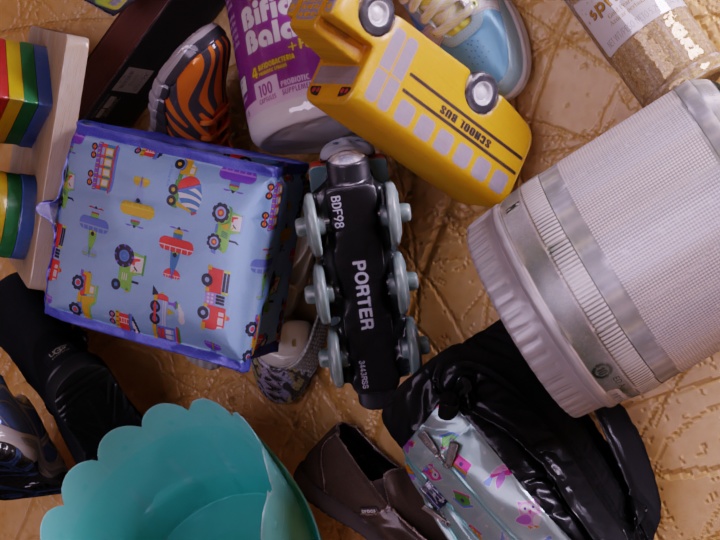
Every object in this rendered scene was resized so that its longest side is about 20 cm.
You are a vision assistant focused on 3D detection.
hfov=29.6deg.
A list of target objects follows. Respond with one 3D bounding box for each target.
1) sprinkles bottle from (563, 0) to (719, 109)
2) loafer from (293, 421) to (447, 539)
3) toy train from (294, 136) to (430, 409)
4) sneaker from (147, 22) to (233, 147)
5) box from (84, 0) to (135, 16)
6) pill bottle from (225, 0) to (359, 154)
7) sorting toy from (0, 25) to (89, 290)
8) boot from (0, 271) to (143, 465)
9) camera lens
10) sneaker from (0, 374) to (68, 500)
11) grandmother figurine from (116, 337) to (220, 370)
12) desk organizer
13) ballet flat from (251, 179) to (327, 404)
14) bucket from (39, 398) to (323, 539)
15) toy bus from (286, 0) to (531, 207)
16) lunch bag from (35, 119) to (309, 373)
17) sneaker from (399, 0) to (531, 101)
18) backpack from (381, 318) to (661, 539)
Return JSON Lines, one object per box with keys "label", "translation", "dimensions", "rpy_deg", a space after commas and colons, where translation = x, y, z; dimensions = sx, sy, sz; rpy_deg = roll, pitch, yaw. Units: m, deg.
{"label": "sprinkles bottle", "translation": [0.173, -0.203, 0.952], "dimensions": [0.068, 0.068, 0.201], "rpy_deg": [-38, 78, 25]}
{"label": "loafer", "translation": [0.036, 0.183, 1.057], "dimensions": [0.199, 0.073, 0.071], "rpy_deg": [28, 106, 22]}
{"label": "toy train", "translation": [0.000, 0.000, 1.013], "dimensions": [0.084, 0.114, 0.202], "rpy_deg": [-9, 112, 0]}
{"label": "sneaker", "translation": [-0.112, -0.102, 1.091], "dimensions": [0.112, 0.078, 0.200], "rpy_deg": [40, 145, 10]}
{"label": "box", "translation": [-0.136, -0.290, 1.033], "dimensions": [0.199, 0.035, 0.111], "rpy_deg": [-27, 60, 28]}
{"label": "pill bottle", "translation": [-0.046, -0.199, 1.038], "dimensions": [0.112, 0.112, 0.202], "rpy_deg": [-17, 79, 28]}
{"label": "sorting toy", "translation": [-0.292, -0.104, 1.137], "dimensions": [0.199, 0.069, 0.202], "rpy_deg": [-152, 71, -65]}
{"label": "boot", "translation": [-0.247, 0.108, 1.195], "dimensions": [0.168, 0.076, 0.201], "rpy_deg": [43, 158, 46]}
{"label": "camera lens", "translation": [0.190, -0.015, 0.892], "dimensions": [0.199, 0.160, 0.161], "rpy_deg": [-32, 80, 13]}
{"label": "sneaker", "translation": [-0.295, 0.151, 1.182], "dimensions": [0.075, 0.200, 0.078], "rpy_deg": [-7, 67, -5]}
{"label": "grandmother figurine", "translation": [-0.182, 0.009, 1.166], "dimensions": [0.200, 0.061, 0.122], "rpy_deg": [40, 101, 16]}
{"label": "desk organizer", "translation": [-0.178, -0.220, 1.134], "dimensions": [0.077, 0.072, 0.200], "rpy_deg": [49, 114, 17]}
{"label": "ballet flat", "translation": [-0.056, 0.017, 1.093], "dimensions": [0.072, 0.072, 0.202], "rpy_deg": [24, 105, 24]}
{"label": "bucket", "translation": [-0.129, 0.219, 1.048], "dimensions": [0.206, 0.135, 0.208], "rpy_deg": [-15, 49, 18]}
{"label": "toy bus", "translation": [0.032, -0.124, 0.961], "dimensions": [0.065, 0.199, 0.079], "rpy_deg": [15, 78, 55]}
{"label": "lunch bag", "translation": [-0.154, -0.024, 1.026], "dimensions": [0.198, 0.094, 0.152], "rpy_deg": [12, 99, 11]}
{"label": "sneaker", "translation": [0.042, -0.207, 0.986], "dimensions": [0.079, 0.130, 0.201], "rpy_deg": [-37, 79, 25]}
{"label": "backpack", "translation": [0.119, 0.145, 0.978], "dimensions": [0.200, 0.166, 0.127], "rpy_deg": [52, 131, 10]}
